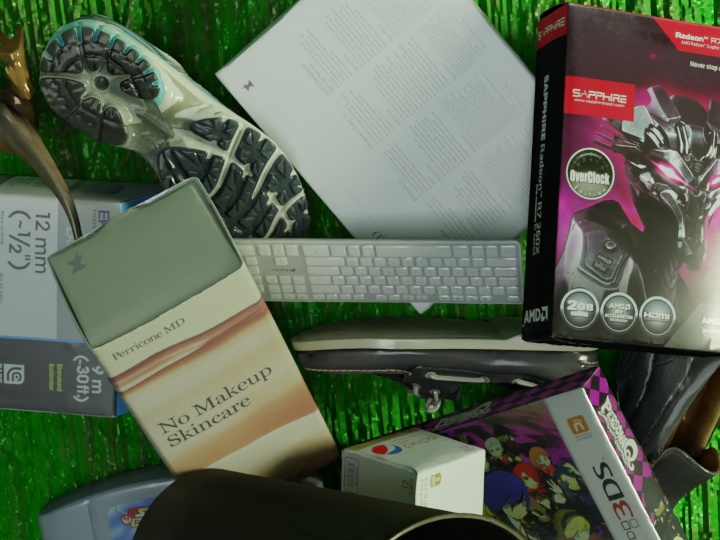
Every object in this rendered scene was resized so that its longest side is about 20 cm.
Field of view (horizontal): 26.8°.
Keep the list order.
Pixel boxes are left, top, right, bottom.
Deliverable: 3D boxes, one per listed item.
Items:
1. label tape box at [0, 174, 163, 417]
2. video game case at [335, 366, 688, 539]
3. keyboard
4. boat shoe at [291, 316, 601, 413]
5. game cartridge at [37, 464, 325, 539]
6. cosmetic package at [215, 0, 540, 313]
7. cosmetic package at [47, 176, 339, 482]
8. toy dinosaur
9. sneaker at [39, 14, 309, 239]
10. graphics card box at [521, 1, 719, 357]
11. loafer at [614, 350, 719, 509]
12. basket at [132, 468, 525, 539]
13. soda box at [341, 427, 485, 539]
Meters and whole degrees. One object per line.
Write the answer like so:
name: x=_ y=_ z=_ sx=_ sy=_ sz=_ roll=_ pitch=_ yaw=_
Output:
label tape box: x=-0.185 y=0.016 z=0.980 sx=0.199 sy=0.066 sz=0.144 roll=4 pitch=104 yaw=5
video game case: x=0.105 y=0.170 z=0.968 sx=0.200 sy=0.036 sz=0.182 roll=-21 pitch=100 yaw=35
keyboard: x=0.000 y=0.000 z=0.928 sx=0.199 sy=0.011 sz=0.056 roll=0 pitch=144 yaw=10
boat shoe: x=0.055 y=0.065 z=0.971 sx=0.199 sy=0.073 sz=0.063 roll=0 pitch=100 yaw=-1
game cartridge: x=-0.117 y=0.198 z=1.034 sx=0.199 sy=0.042 sz=0.134 roll=-7 pitch=107 yaw=6
cosmetic package: x=0.031 y=-0.097 z=0.944 sx=0.151 sy=0.052 sz=0.200 roll=-39 pitch=98 yaw=10
cosmetic package: x=-0.095 y=0.055 z=0.910 sx=0.103 sy=0.087 sz=0.200 roll=-30 pitch=138 yaw=-5
toy dinosaur: x=-0.211 y=-0.089 z=0.916 sx=0.060 sy=0.200 sz=0.106 roll=-34 pitch=144 yaw=-20
sneaker: x=-0.107 y=-0.091 z=0.941 sx=0.078 sy=0.086 sz=0.200 roll=-41 pitch=112 yaw=15
graphics card box: x=0.164 y=-0.052 z=0.897 sx=0.125 sy=0.051 sz=0.201 roll=7 pitch=84 yaw=-17
loafer: x=0.193 y=0.117 z=0.961 sx=0.072 sy=0.073 sz=0.201 roll=23 pitch=111 yaw=40
basket: x=-0.025 y=0.183 z=0.838 sx=0.200 sy=0.180 sz=0.136 roll=7 pitch=85 yaw=45
soda box: x=0.030 y=0.204 z=0.937 sx=0.064 sy=0.068 sz=0.201 roll=13 pitch=107 yaw=41
